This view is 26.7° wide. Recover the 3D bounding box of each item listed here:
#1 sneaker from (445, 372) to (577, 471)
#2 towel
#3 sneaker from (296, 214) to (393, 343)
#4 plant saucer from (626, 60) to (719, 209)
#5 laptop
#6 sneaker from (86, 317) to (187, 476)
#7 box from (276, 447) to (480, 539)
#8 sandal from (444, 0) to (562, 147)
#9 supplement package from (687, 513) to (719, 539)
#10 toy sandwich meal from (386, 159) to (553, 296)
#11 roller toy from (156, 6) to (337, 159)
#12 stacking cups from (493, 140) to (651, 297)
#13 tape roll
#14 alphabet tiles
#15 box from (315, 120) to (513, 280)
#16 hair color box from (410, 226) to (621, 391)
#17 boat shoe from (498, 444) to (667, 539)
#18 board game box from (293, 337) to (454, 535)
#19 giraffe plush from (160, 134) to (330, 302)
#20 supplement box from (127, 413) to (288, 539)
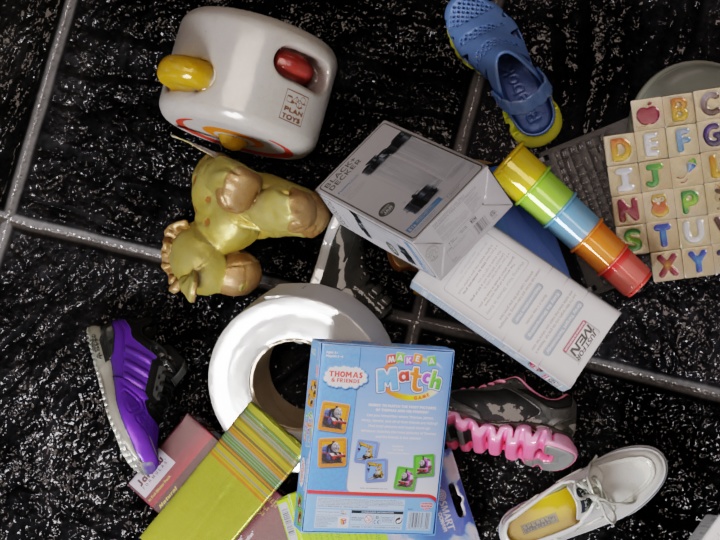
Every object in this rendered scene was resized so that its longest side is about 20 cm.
[{"bbox_3d":[0.148,0.154,1.686,0.200,0.079,0.095,14,61,6],"label":"sneaker"},{"bbox_3d":[-0.148,0.243,1.649,0.086,0.018,0.200,42,98,15],"label":"towel"},{"bbox_3d":[0.000,0.000,1.718,0.099,0.071,0.200,18,89,6],"label":"sneaker"},{"bbox_3d":[0.395,-0.143,1.677,0.200,0.050,0.200,3,77,-15],"label":"plant saucer"},{"bbox_3d":[0.240,-0.061,1.665,0.200,0.103,0.177,-21,83,17],"label":"laptop"},{"bbox_3d":[-0.238,0.129,1.695,0.099,0.070,0.200,-17,57,-8],"label":"sneaker"},{"bbox_3d":[0.021,0.276,1.651,0.200,0.048,0.122,-13,80,-24],"label":"box"},{"bbox_3d":[0.164,-0.238,1.728,0.079,0.087,0.200,-35,78,1],"label":"sandal"},{"bbox_3d":[0.362,0.369,1.601,0.117,0.117,0.200,36,85,9],"label":"supplement package"},{"bbox_3d":[0.122,-0.033,1.705,0.205,0.070,0.205,7,70,-21],"label":"toy sandwich meal"},{"bbox_3d":[-0.127,-0.202,1.697,0.182,0.200,0.140,15,84,1],"label":"roller toy"},{"bbox_3d":[0.228,-0.052,1.626,0.200,0.061,0.061,42,87,2],"label":"stacking cups"},{"bbox_3d":[-0.063,0.116,1.668,0.202,0.071,0.203,3,103,12],"label":"tape roll"},{"bbox_3d":[0.353,-0.092,1.637,0.166,0.006,0.200,-8,96,7],"label":"alphabet tiles"},{"bbox_3d":[0.053,-0.077,1.600,0.117,0.060,0.200,-45,35,-9],"label":"box"},{"bbox_3d":[0.162,0.031,1.606,0.200,0.061,0.099,35,83,4],"label":"hair color box"},{"bbox_3d":[0.242,0.246,1.645,0.202,0.086,0.075,-23,80,2],"label":"boat shoe"},{"bbox_3d":[0.014,0.176,1.597,0.151,0.037,0.200,5,95,-19],"label":"board game box"},{"bbox_3d":[-0.151,-0.040,1.700,0.200,0.173,0.162,23,95,13],"label":"giraffe plush"},{"bbox_3d":[-0.148,0.264,1.692,0.200,0.061,0.109,39,87,10],"label":"supplement box"}]
